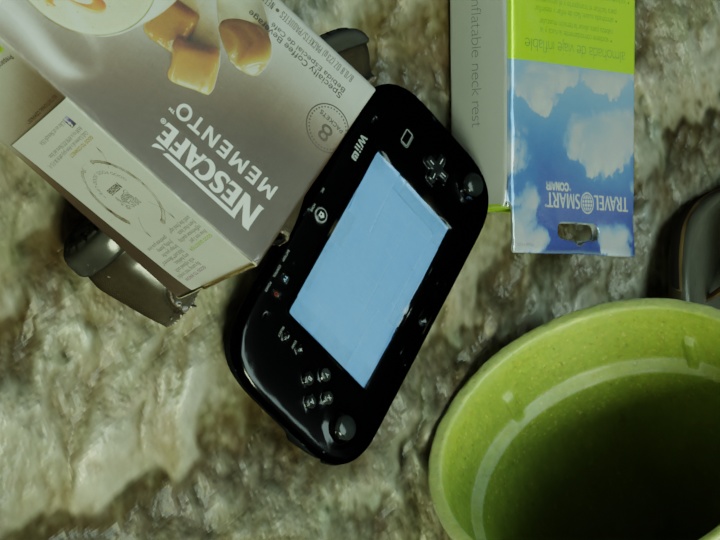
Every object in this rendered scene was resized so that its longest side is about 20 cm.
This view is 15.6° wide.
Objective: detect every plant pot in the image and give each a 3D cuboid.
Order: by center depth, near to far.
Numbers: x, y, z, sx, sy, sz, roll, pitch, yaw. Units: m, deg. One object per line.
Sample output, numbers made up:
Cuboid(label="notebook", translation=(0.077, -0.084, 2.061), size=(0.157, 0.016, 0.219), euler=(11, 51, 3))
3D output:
Cuboid(label="plant pot", translation=(0.159, 0.150, 1.446), size=(0.201, 0.200, 0.184), euler=(-58, 141, -33))

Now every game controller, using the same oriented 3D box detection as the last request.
Cuboid(label="game controller", translation=(0.000, 0.000, 1.357), size=(0.104, 0.042, 0.200), euler=(52, 52, -35))

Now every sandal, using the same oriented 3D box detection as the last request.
Cuboid(label="sandal", translation=(0.250, -0.018, 1.637), size=(0.200, 0.055, 0.082), euler=(-32, 113, -45))

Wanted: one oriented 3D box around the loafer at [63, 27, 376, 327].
Cuboid(label="loafer", translation=(-0.058, -0.043, 1.263), size=(0.200, 0.073, 0.071), euler=(-44, 104, -29))

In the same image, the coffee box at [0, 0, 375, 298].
Cuboid(label="coffee box", translation=(-0.108, -0.097, 1.154), size=(0.200, 0.080, 0.114), euler=(43, 60, -15))

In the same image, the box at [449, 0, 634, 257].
Cuboid(label="box", translation=(0.104, -0.108, 1.475), size=(0.122, 0.048, 0.200), euler=(1, 88, -48))
